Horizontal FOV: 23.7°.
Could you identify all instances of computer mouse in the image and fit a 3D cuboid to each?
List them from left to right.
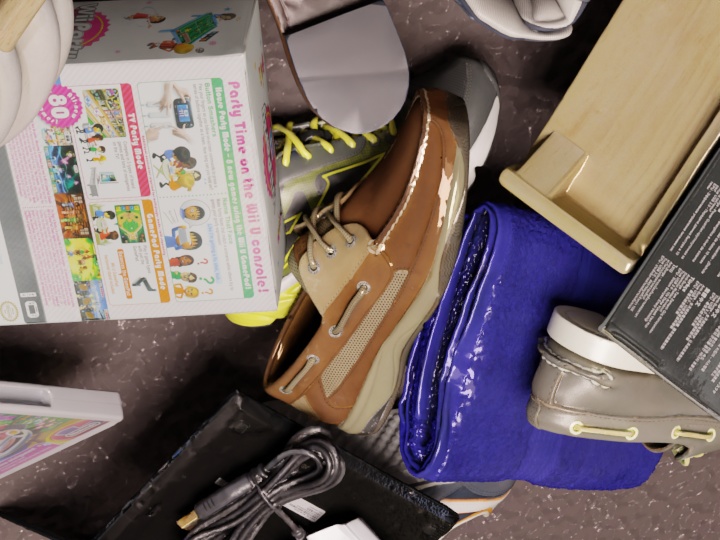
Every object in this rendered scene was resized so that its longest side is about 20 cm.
[{"bbox_3d":[-0.010,0.172,0.943,0.109,0.044,0.200,-35,128,8],"label":"computer mouse"}]

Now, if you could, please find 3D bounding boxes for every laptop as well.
[{"bbox_3d":[-0.079,0.143,0.994,0.176,0.104,0.200,32,111,-34],"label":"laptop"}]

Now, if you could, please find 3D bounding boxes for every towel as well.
[{"bbox_3d":[0.106,0.045,0.946,0.199,0.049,0.149,11,99,-43],"label":"towel"}]

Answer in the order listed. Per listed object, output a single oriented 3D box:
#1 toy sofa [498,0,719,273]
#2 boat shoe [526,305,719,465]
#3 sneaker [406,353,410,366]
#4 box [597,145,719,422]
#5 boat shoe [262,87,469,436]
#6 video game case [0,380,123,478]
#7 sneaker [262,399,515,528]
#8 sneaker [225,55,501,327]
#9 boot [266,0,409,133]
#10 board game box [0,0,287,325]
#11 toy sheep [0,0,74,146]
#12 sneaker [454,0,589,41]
[{"bbox_3d":[0.160,-0.103,0.838,0.201,0.083,0.097,-59,164,19],"label":"toy sofa"},{"bbox_3d":[0.164,0.069,0.925,0.200,0.072,0.061,15,102,-42],"label":"boat shoe"},{"bbox_3d":[0.107,0.043,1.030,0.198,0.078,0.091,12,110,-33],"label":"sneaker"},{"bbox_3d":[0.226,-0.033,0.854,0.201,0.086,0.163,-58,161,16],"label":"box"},{"bbox_3d":[0.000,0.000,0.873,0.073,0.076,0.202,12,121,-12],"label":"boat shoe"},{"bbox_3d":[-0.239,0.086,0.875,0.142,0.018,0.199,-25,158,32],"label":"video game case"},{"bbox_3d":[0.004,0.127,1.038,0.197,0.079,0.080,0,129,-15],"label":"sneaker"},{"bbox_3d":[-0.013,-0.051,0.916,0.199,0.075,0.085,-40,126,8],"label":"sneaker"},{"bbox_3d":[-0.029,-0.167,0.846,0.074,0.097,0.203,-13,97,-6],"label":"boot"},{"bbox_3d":[-0.142,-0.051,0.841,0.197,0.065,0.149,-2,126,5],"label":"board game box"},{"bbox_3d":[-0.180,-0.106,0.706,0.136,0.201,0.139,0,127,1],"label":"toy sheep"},{"bbox_3d":[0.112,-0.166,0.843,0.200,0.147,0.078,-2,121,-20],"label":"sneaker"}]
